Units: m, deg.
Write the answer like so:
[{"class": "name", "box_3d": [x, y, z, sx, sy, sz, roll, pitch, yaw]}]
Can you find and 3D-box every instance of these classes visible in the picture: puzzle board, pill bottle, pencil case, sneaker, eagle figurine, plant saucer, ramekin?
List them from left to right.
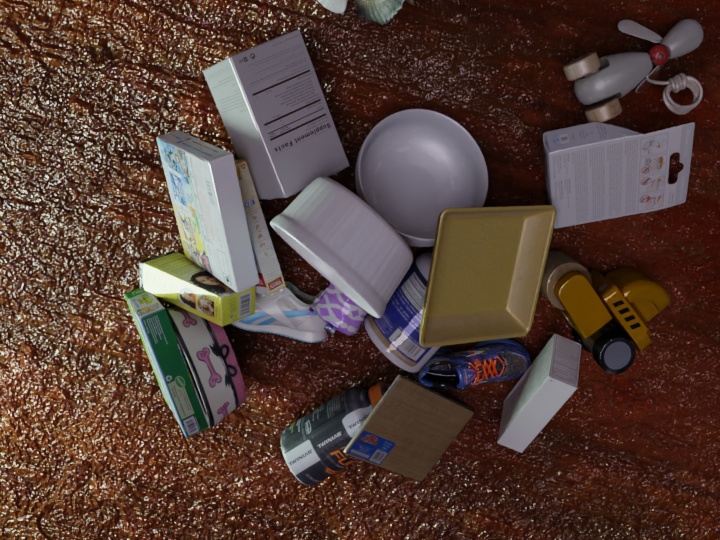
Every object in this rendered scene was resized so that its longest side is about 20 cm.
[{"class": "sneaker", "box_3d": [-0.144, 0.056, 1.328, 0.195, 0.077, 0.083, 10, 101, -3]}, {"class": "pill bottle", "box_3d": [-0.027, 0.262, 1.357, 0.198, 0.107, 0.107, -34, 101, 16]}, {"class": "ramekin", "box_3d": [-0.020, -0.036, 1.130, 0.200, 0.200, 0.098, 42, 84, -7]}, {"class": "pencil case", "box_3d": [0.000, 0.000, 1.264, 0.084, 0.084, 0.203, 30, 94, 6]}, {"class": "eagle figurine", "box_3d": [0.002, -0.411, 1.084, 0.148, 0.201, 0.155, 8, 110, 4]}, {"class": "puzzle board", "box_3d": [0.079, 0.255, 1.323, 0.198, 0.017, 0.152, 29, 101, -40]}, {"class": "pill bottle", "box_3d": [0.109, 0.045, 1.260, 0.119, 0.120, 0.201, 40, 105, -7]}, {"class": "sneaker", "box_3d": [0.175, 0.159, 1.312, 0.195, 0.079, 0.077, -9, 108, 10]}, {"class": "plant saucer", "box_3d": [0.169, 0.000, 1.163, 0.196, 0.048, 0.205, -4, 114, -28]}]

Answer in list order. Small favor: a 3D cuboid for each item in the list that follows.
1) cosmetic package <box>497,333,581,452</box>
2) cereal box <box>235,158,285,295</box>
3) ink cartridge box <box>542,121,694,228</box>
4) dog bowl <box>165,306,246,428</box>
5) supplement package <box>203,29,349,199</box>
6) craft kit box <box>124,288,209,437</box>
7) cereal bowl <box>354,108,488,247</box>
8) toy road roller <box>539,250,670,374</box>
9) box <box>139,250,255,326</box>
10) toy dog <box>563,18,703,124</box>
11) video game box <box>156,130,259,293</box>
[{"class": "cosmetic package", "box_3d": [0.273, 0.192, 1.264, 0.050, 0.084, 0.202, 22, 139, 0]}, {"class": "cereal box", "box_3d": [-0.189, -0.066, 1.260, 0.039, 0.143, 0.205, -25, 107, -30]}, {"class": "ink cartridge box", "box_3d": [0.361, -0.144, 1.167, 0.195, 0.048, 0.162, -11, 140, 8]}, {"class": "dog bowl", "box_3d": [-0.245, 0.141, 1.308, 0.072, 0.199, 0.205, -22, 106, -18]}, {"class": "supplement package", "box_3d": [-0.121, -0.219, 1.184, 0.118, 0.120, 0.204, -28, 107, -25]}, {"class": "craft kit box", "box_3d": [-0.311, 0.140, 1.310, 0.048, 0.197, 0.204, -23, 107, -21]}, {"class": "cereal bowl", "box_3d": [0.083, -0.126, 1.202, 0.195, 0.083, 0.205, 3, 73, -11]}, {"class": "toy road roller", "box_3d": [0.364, 0.037, 1.230, 0.145, 0.123, 0.201, -39, 105, 5]}, {"class": "box", "box_3d": [-0.255, 0.025, 1.279, 0.197, 0.075, 0.051, 18, 115, 34]}, {"class": "toy dog", "box_3d": [0.371, -0.280, 1.153, 0.195, 0.096, 0.135, -8, 105, -6]}, {"class": "video game box", "box_3d": [-0.226, -0.090, 1.217, 0.046, 0.181, 0.204, -25, 122, -31]}]
